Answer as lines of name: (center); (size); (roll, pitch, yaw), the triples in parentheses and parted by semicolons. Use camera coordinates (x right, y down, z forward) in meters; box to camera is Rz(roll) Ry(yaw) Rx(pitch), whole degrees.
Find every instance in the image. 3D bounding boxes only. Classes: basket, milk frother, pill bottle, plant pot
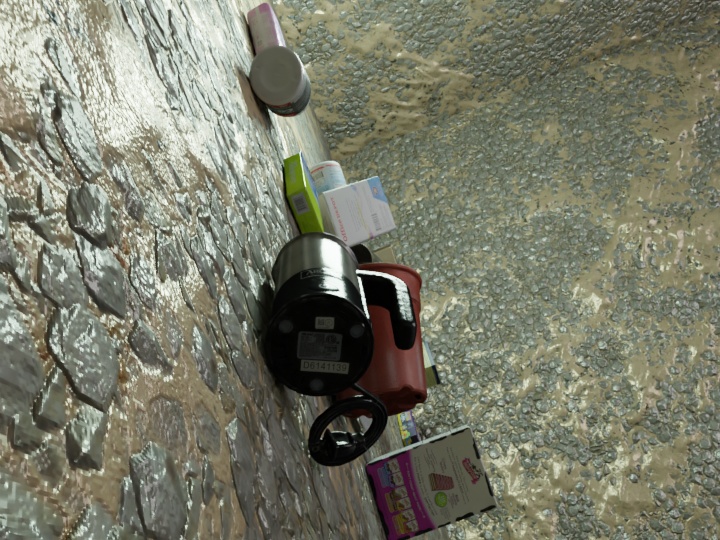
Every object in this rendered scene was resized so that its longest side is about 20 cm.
basket: (0.000, 0.000, 1.785); (0.200, 0.133, 0.185); (51, 18, -71)
milk frother: (-0.038, 0.091, 0.731); (0.189, 0.176, 0.204); (-101, -146, -67)
pill bottle: (-0.076, -0.183, 1.666); (0.109, 0.106, 0.205); (59, 13, -74)
plant pot: (0.022, 0.124, 1.001); (0.202, 0.195, 0.200); (64, 15, -63)
pill bottle: (-0.163, -0.392, 1.306); (0.200, 0.111, 0.117); (-59, 129, -86)

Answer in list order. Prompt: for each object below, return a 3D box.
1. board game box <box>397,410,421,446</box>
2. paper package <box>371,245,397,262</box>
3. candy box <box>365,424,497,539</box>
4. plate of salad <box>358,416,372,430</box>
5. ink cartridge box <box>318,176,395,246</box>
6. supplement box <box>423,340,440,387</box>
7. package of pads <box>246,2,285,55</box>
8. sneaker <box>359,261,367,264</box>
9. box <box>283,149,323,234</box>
board game box: (0.183, 0.595, 2.157); (0.201, 0.055, 0.169); (-100, 172, -71)
paper package: (0.126, -0.028, 3.625); (0.104, 0.186, 0.205); (-86, 157, -82)
candy box: (0.121, 0.367, 1.063); (0.061, 0.195, 0.140); (50, 21, -79)
plate of salad: (-0.006, 0.207, 1.148); (0.200, 0.047, 0.206); (-18, 91, -77)
ink cartridge box: (-0.022, -0.139, 1.565); (0.084, 0.197, 0.148); (-17, -87, 50)
supplement box: (0.258, 0.469, 2.915); (0.202, 0.195, 0.137); (67, 5, -51)
package of pads: (-0.227, -0.564, 1.549); (0.121, 0.074, 0.204); (62, 9, -54)
sneaker: (-0.001, 0.061, 1.466); (0.084, 0.076, 0.201); (65, 26, -24)
box: (-0.119, -0.158, 1.286); (0.202, 0.046, 0.124); (-104, 175, -57)
